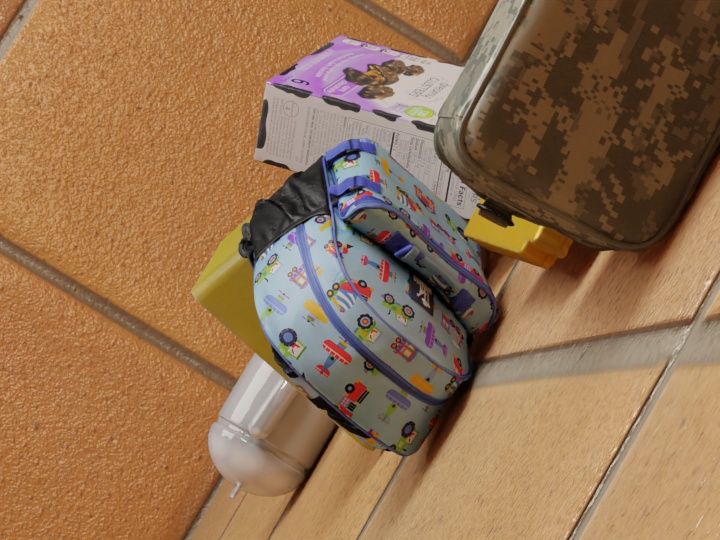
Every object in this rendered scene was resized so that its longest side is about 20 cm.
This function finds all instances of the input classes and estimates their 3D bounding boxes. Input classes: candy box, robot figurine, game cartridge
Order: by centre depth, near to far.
[{"bbox_3d":[0.143,-0.098,1.376,0.200,0.032,0.176,-63,11,0],"label":"game cartridge"},{"bbox_3d":[0.041,-0.115,1.704,0.168,0.200,0.072,-43,-35,-62],"label":"candy box"},{"bbox_3d":[-0.084,0.152,2.224,0.200,0.113,0.170,-59,-11,-8],"label":"robot figurine"}]

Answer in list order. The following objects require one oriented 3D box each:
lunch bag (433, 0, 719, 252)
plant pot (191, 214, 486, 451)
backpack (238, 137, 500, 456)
[{"bbox_3d":[0.130,-0.116,1.177,0.200,0.139,0.168,-63,10,-2],"label":"lunch bag"},{"bbox_3d":[0.000,0.000,1.807,0.176,0.200,0.200,-47,6,13],"label":"plant pot"},{"bbox_3d":[0.010,0.025,1.515,0.135,0.183,0.200,-41,24,17],"label":"backpack"}]
